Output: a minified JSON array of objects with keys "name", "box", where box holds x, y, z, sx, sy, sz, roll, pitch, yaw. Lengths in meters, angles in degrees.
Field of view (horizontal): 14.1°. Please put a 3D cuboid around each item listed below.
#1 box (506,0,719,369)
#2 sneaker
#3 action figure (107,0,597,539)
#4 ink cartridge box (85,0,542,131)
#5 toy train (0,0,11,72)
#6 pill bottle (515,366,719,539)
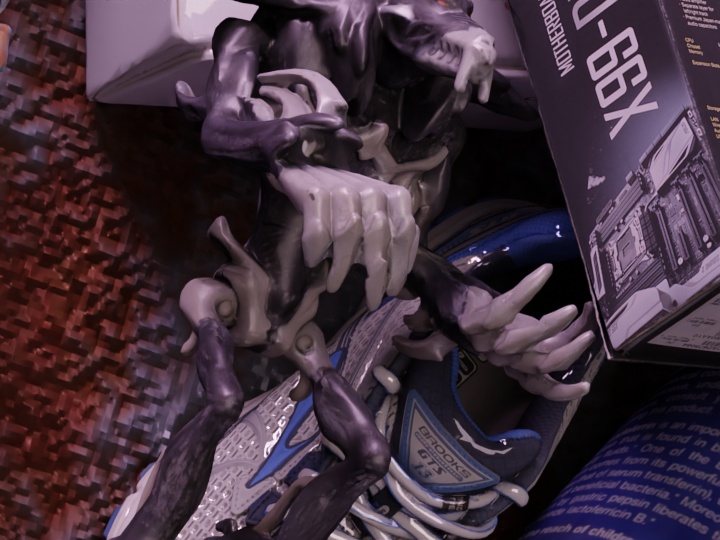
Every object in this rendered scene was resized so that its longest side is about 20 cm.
[{"name":"box","box":[0.129,-0.050,0.753,0.199,0.050,0.158,6,58,-39]},{"name":"sneaker","box":[0.003,0.051,0.772,0.077,0.085,0.200,43,69,-12]},{"name":"action figure","box":[0.000,0.000,0.694,0.119,0.102,0.201,20,89,-44]},{"name":"ink cartridge box","box":[0.001,-0.144,0.800,0.144,0.083,0.201,2,81,-23]},{"name":"toy train","box":[-0.183,-0.063,0.715,0.199,0.087,0.115,8,88,-24]},{"name":"pill bottle","box":[0.111,0.082,0.792,0.116,0.116,0.200,51,57,-8]}]
